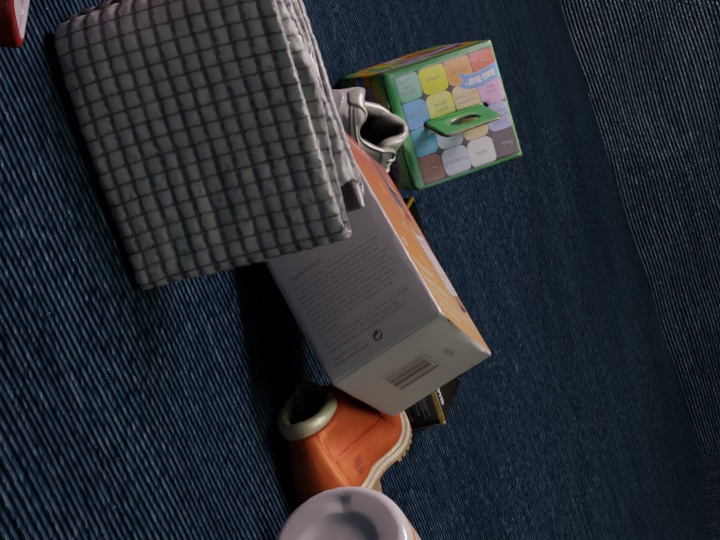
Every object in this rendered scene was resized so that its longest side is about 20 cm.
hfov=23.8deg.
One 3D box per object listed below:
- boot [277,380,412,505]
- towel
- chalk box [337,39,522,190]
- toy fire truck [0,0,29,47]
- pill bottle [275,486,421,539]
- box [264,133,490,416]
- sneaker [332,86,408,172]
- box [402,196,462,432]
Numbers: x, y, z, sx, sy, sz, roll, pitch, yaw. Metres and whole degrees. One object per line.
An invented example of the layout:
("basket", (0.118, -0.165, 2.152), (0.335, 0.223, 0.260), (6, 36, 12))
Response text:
("boot", (-0.015, 0.127, 1.430), (0.200, 0.075, 0.108), (-59, 128, -66))
("towel", (-0.099, -0.103, 1.167), (0.086, 0.165, 0.201), (-77, 150, -69))
("chalk box", (0.074, -0.156, 1.715), (0.200, 0.124, 0.124), (-169, -118, -71))
("toy fire truck", (-0.218, -0.258, 1.030), (0.168, 0.112, 0.201), (95, -5, -55))
("pill bottle", (0.016, 0.264, 1.338), (0.200, 0.114, 0.114), (59, 23, -48))
("box", (0.000, 0.000, 1.408), (0.200, 0.106, 0.152), (61, 10, 22))
("sneaker", (0.006, -0.108, 1.632), (0.200, 0.099, 0.078), (49, 32, -58))
("box", (0.050, 0.043, 1.756), (0.160, 0.049, 0.201), (-62, 136, -69))
